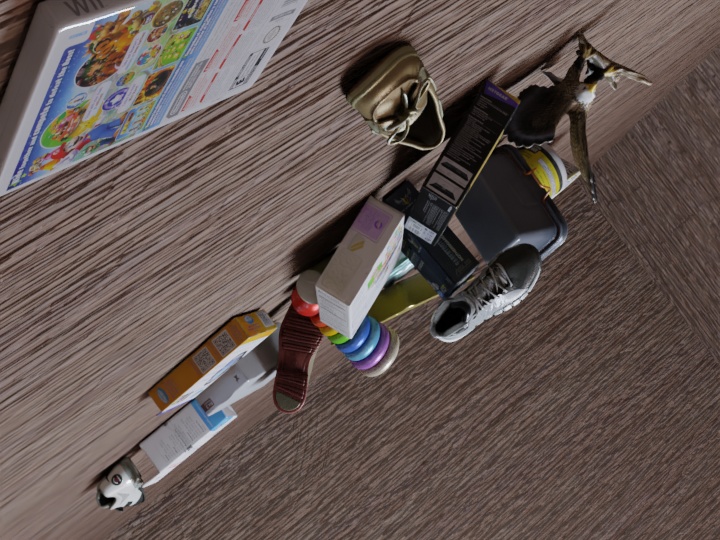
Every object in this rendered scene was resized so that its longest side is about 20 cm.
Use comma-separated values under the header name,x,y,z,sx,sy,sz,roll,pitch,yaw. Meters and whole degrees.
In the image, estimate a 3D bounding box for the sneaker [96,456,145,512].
name,x,y,z,sx,sy,sz,roll,pitch,yaw
sneaker,-0.453,0.408,2.046,0.088,0.074,0.201,-36,163,-20

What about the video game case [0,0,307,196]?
name,x,y,z,sx,sy,sz,roll,pitch,yaw
video game case,-0.104,-0.117,0.589,0.199,0.018,0.143,-33,172,-41

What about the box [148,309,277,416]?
name,x,y,z,sx,sy,sz,roll,pitch,yaw
box,-0.220,0.135,1.589,0.199,0.042,0.119,-38,174,14

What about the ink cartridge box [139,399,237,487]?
name,x,y,z,sx,sy,sz,roll,pitch,yaw
ink cartridge box,-0.329,0.305,2.015,0.199,0.067,0.116,-39,174,-2

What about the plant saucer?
name,x,y,z,sx,sy,sz,roll,pitch,yaw
plant saucer,0.063,0.048,1.846,0.199,0.049,0.199,-29,175,40

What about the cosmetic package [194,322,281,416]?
name,x,y,z,sx,sy,sz,roll,pitch,yaw
cosmetic package,-0.186,0.155,1.765,0.101,0.074,0.200,-41,171,21

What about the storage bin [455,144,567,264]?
name,x,y,z,sx,sy,sz,roll,pitch,yaw
storage bin,0.235,-0.105,1.822,0.145,0.202,0.133,-42,163,33

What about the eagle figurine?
name,x,y,z,sx,sy,sz,roll,pitch,yaw
eagle figurine,0.280,-0.209,1.466,0.202,0.150,0.151,-64,152,-11

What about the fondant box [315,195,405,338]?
name,x,y,z,sx,sy,sz,roll,pitch,yaw
fondant box,0.000,0.000,1.511,0.146,0.058,0.200,-59,173,-14

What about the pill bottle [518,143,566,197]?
name,x,y,z,sx,sy,sz,roll,pitch,yaw
pill bottle,0.292,-0.153,2.110,0.199,0.113,0.113,-36,173,-20

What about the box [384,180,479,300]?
name,x,y,z,sx,sy,sz,roll,pitch,yaw
box,0.098,-0.039,1.615,0.051,0.158,0.200,-39,174,-6

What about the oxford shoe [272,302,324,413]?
name,x,y,z,sx,sy,sz,roll,pitch,yaw
oxford shoe,-0.100,0.122,1.745,0.075,0.069,0.203,146,-39,-86

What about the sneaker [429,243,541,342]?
name,x,y,z,sx,sy,sz,roll,pitch,yaw
sneaker,0.179,0.039,1.588,0.200,0.075,0.115,-42,172,13

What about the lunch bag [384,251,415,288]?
name,x,y,z,sx,sy,sz,roll,pitch,yaw
lunch bag,0.060,-0.027,1.819,0.160,0.077,0.200,-39,176,-7

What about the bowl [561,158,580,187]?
name,x,y,z,sx,sy,sz,roll,pitch,yaw
bowl,0.386,-0.193,2.435,0.200,0.095,0.201,-38,173,-6

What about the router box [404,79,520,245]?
name,x,y,z,sx,sy,sz,roll,pitch,yaw
router box,0.124,-0.130,1.384,0.159,0.052,0.200,-59,178,-11

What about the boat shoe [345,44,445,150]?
name,x,y,z,sx,sy,sz,roll,pitch,yaw
boat shoe,0.041,-0.148,0.975,0.073,0.063,0.200,-39,173,14

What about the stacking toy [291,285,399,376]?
name,x,y,z,sx,sy,sz,roll,pitch,yaw
stacking toy,-0.031,0.083,1.691,0.085,0.199,0.086,-30,-140,29

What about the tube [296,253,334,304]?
name,x,y,z,sx,sy,sz,roll,pitch,yaw
tube,-0.034,-0.002,1.644,0.057,0.053,0.200,0,-164,20
